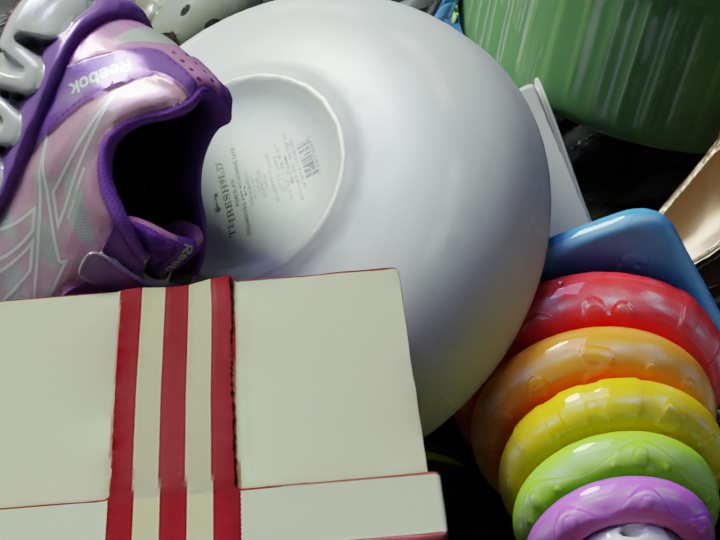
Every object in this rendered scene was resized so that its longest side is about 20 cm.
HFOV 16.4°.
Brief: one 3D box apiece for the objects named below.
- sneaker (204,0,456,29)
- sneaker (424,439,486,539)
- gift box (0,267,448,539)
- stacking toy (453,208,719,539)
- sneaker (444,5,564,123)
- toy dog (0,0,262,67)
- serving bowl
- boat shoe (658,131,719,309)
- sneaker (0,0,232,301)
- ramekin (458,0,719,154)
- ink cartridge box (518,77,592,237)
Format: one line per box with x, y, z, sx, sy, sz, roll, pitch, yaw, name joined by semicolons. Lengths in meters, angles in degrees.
-0.030;-0.097;1.165;0.200;0.083;0.071;-42;7;-17;sneaker
-0.041;0.095;1.020;0.199;0.074;0.081;-10;27;22;sneaker
-0.044;0.129;0.835;0.183;0.201;0.187;-9;30;1;gift box
0.094;0.087;0.915;0.109;0.116;0.201;-23;40;14;stacking toy
0.050;-0.109;1.270;0.076;0.105;0.200;6;40;47;sneaker
-0.156;-0.111;1.267;0.132;0.096;0.200;26;66;42;toy dog
-0.031;-0.023;0.948;0.199;0.066;0.201;-10;64;21;serving bowl
0.195;-0.068;1.085;0.200;0.074;0.076;-41;37;-4;boat shoe
-0.102;-0.001;0.900;0.088;0.201;0.080;25;12;29;sneaker
0.141;-0.138;1.175;0.199;0.098;0.200;11;30;-7;ramekin
0.000;0.000;1.080;0.199;0.083;0.147;-23;-3;2;ink cartridge box
